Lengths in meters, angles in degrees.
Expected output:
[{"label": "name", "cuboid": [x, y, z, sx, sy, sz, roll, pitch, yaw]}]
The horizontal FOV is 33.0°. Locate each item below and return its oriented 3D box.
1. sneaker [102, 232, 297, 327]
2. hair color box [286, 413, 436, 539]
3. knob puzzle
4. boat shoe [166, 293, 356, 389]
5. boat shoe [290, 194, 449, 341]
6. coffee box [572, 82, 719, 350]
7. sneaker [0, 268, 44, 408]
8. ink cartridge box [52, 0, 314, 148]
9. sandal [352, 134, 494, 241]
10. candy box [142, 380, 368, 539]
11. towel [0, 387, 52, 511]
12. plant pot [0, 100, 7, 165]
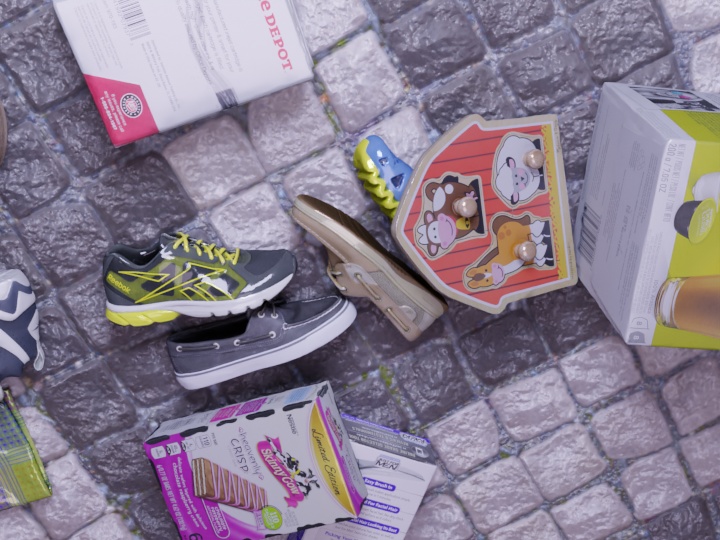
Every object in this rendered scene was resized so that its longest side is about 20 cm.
[{"label": "sneaker", "cuboid": [-0.163, 0.000, 1.209, 0.200, 0.074, 0.085, -12, 112, -1]}, {"label": "hair color box", "cuboid": [-0.006, 0.268, 1.340, 0.109, 0.065, 0.200, 19, 110, -13]}, {"label": "knob puzzle", "cuboid": [0.124, -0.053, 1.184, 0.219, 0.030, 0.220, -2, 95, -26]}, {"label": "boat shoe", "cuboid": [-0.106, 0.057, 1.246, 0.200, 0.070, 0.066, -19, 114, 10]}, {"label": "boat shoe", "cuboid": [0.000, 0.000, 1.230, 0.200, 0.072, 0.065, 38, 100, -24]}, {"label": "coffee box", "cuboid": [0.336, -0.053, 1.175, 0.198, 0.200, 0.200, 4, 112, -8]}, {"label": "sneaker", "cuboid": [-0.409, 0.089, 1.213, 0.199, 0.079, 0.130, -20, 104, -9]}, {"label": "ink cartridge box", "cuboid": [-0.158, -0.219, 1.116, 0.200, 0.083, 0.145, -19, 112, 1]}, {"label": "sandal", "cuboid": [0.071, -0.066, 1.214, 0.087, 0.079, 0.200, -43, 117, 2]}, {"label": "candy box", "cuboid": [-0.109, 0.207, 1.267, 0.200, 0.061, 0.136, -16, 102, 16]}, {"label": "towel", "cuboid": [-0.444, 0.213, 1.291, 0.200, 0.023, 0.144, -17, 112, 1]}, {"label": "plant pot", "cuboid": [-0.388, -0.128, 1.102, 0.093, 0.201, 0.201, -9, 122, -51]}]
